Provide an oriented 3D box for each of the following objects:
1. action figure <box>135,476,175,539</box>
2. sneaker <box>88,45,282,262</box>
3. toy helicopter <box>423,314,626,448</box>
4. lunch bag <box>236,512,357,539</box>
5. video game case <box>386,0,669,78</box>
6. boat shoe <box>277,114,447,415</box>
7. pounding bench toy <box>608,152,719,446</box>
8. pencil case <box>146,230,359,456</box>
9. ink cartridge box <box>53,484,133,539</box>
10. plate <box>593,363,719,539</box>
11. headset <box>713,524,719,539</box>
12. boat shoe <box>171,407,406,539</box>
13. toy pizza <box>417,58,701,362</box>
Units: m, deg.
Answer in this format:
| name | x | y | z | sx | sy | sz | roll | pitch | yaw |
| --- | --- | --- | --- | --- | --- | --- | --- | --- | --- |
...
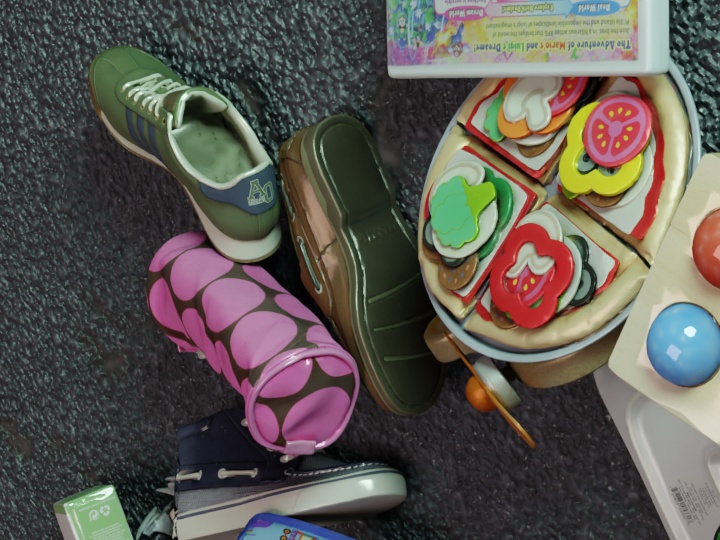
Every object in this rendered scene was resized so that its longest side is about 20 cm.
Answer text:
| name | x | y | z | sx | sy | sz | roll | pitch | yaw |
| --- | --- | --- | --- | --- | --- | --- | --- | --- | --- |
| action figure | -0.116 | 0.238 | 1.562 | 0.130 | 0.069 | 0.201 | 21 | 118 | 53 |
| sneaker | -0.117 | -0.102 | 1.383 | 0.200 | 0.067 | 0.090 | 49 | 155 | 24 |
| toy helicopter | 0.095 | 0.041 | 1.207 | 0.079 | 0.132 | 0.200 | 50 | 156 | -18 |
| lunch bag | -0.027 | 0.249 | 1.348 | 0.199 | 0.151 | 0.094 | 26 | 138 | 3 |
| video game case | 0.089 | -0.201 | 1.146 | 0.199 | 0.024 | 0.183 | 5 | 98 | 45 |
| boat shoe | 0.000 | 0.000 | 1.334 | 0.068 | 0.072 | 0.201 | -21 | 83 | 54 |
| pounding bench toy | 0.250 | 0.040 | 0.994 | 0.200 | 0.156 | 0.125 | 35 | 115 | 30 |
| pencil case | -0.074 | 0.051 | 1.366 | 0.200 | 0.090 | 0.094 | 44 | 122 | 55 |
| ink cartridge box | -0.191 | 0.272 | 1.618 | 0.145 | 0.048 | 0.201 | 153 | 97 | -76 |
| plate | 0.232 | 0.118 | 1.164 | 0.200 | 0.032 | 0.201 | -26 | 89 | 49 |
| headset | 0.279 | 0.170 | 1.041 | 0.199 | 0.094 | 0.124 | 9 | 140 | -4 |
| boat shoe | -0.057 | 0.137 | 1.452 | 0.199 | 0.075 | 0.093 | -15 | 71 | 32 |
| toy pizza | 0.103 | -0.047 | 1.146 | 0.199 | 0.032 | 0.201 | -19 | 61 | 38 |
